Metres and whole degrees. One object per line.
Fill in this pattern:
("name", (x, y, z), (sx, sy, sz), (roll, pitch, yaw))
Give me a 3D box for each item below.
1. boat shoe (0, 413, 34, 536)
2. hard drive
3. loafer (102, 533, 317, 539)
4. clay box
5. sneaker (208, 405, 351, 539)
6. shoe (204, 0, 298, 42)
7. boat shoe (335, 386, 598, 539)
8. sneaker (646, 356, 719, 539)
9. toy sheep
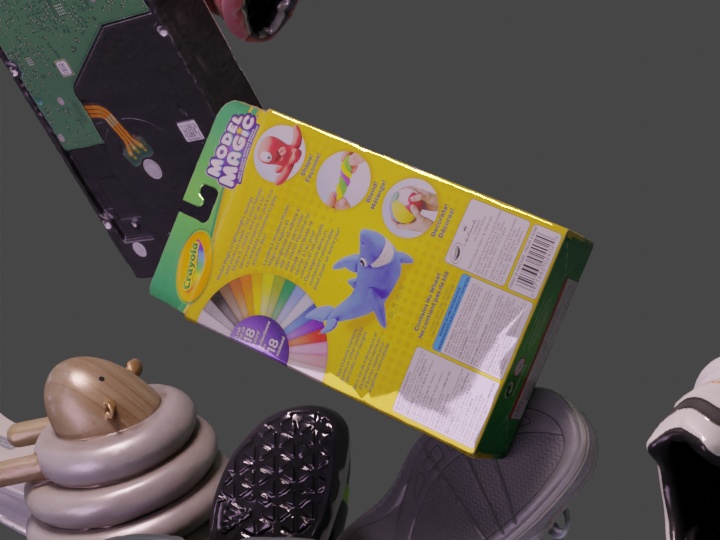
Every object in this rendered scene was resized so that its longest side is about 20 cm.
("boat shoe", (-0.256, 0.136, 1.111), (0.200, 0.072, 0.069), (15, 113, 28))
("hard drive", (-0.117, -0.089, 0.881), (0.140, 0.038, 0.200), (-7, 122, 43))
("loafer", (-0.097, 0.180, 0.852), (0.200, 0.063, 0.072), (-11, 114, 26))
("clay box", (0.000, 0.000, 0.799), (0.200, 0.048, 0.115), (24, 94, 27))
("sneaker", (-0.045, 0.174, 0.924), (0.072, 0.083, 0.200), (14, 88, 26))
("shoe", (-0.051, -0.213, 0.809), (0.091, 0.071, 0.200), (41, 133, 23))
("boat shoe", (0.055, 0.128, 0.833), (0.202, 0.065, 0.075), (-50, 50, 34))
("sneaker", (0.170, 0.141, 0.715), (0.074, 0.080, 0.200), (-13, 96, 42))
("toy sheep", (-0.136, 0.141, 0.958), (0.138, 0.138, 0.200), (4, 120, 41))
